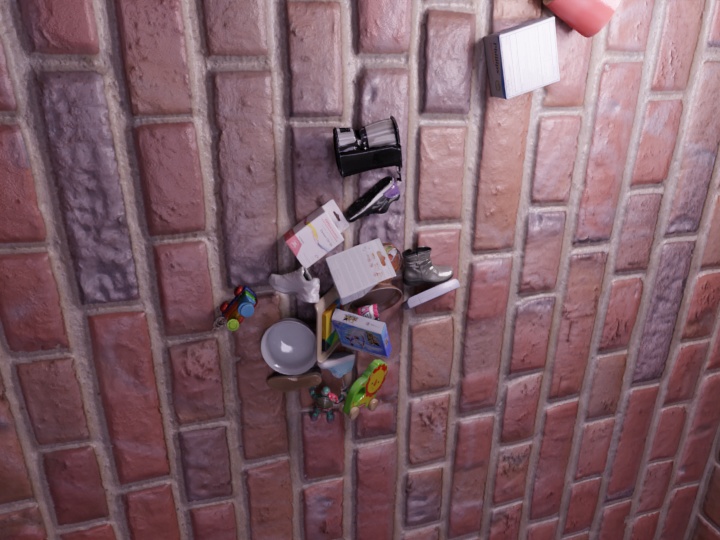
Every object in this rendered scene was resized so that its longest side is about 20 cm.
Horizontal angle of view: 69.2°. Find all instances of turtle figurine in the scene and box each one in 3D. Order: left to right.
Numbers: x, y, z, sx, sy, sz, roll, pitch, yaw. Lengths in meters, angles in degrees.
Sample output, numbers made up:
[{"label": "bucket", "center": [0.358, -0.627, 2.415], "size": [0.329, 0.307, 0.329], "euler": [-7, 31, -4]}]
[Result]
[{"label": "turtle figurine", "center": [-0.126, 0.457, 1.853], "size": [0.145, 0.101, 0.205], "euler": [19, 125, 10]}]

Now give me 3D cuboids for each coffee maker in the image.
[{"label": "coffee maker", "center": [0.023, -0.346, 1.566], "size": [0.193, 0.135, 0.199], "euler": [-12, 100, -3]}]

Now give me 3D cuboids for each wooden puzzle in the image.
[{"label": "wooden puzzle", "center": [-0.099, 0.177, 1.726], "size": [0.036, 0.185, 0.207], "euler": [6, 112, 20]}]

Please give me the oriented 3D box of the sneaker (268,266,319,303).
[{"label": "sneaker", "center": [-0.204, 0.032, 1.654], "size": [0.194, 0.077, 0.103], "euler": [17, 95, 24]}]

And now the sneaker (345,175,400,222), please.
[{"label": "sneaker", "center": [0.046, -0.204, 1.674], "size": [0.198, 0.076, 0.088], "euler": [-38, 122, 1]}]

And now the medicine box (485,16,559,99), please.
[{"label": "medicine box", "center": [0.500, -0.656, 1.613], "size": [0.194, 0.103, 0.188], "euler": [-20, 115, -7]}]

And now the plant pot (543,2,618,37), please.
[{"label": "plant pot", "center": [0.657, -0.833, 1.554], "size": [0.172, 0.201, 0.206], "euler": [17, 106, -11]}]

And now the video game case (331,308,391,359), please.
[{"label": "video game case", "center": [0.007, 0.214, 1.733], "size": [0.175, 0.047, 0.202], "euler": [13, 151, 19]}]

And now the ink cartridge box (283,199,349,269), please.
[{"label": "ink cartridge box", "center": [-0.133, -0.117, 1.656], "size": [0.198, 0.068, 0.118], "euler": [-37, 116, 0]}]

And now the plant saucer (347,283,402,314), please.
[{"label": "plant saucer", "center": [0.045, 0.096, 1.759], "size": [0.193, 0.033, 0.202], "euler": [-15, 154, -8]}]

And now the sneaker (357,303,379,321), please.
[{"label": "sneaker", "center": [0.022, 0.175, 1.781], "size": [0.072, 0.083, 0.203], "euler": [-3, 145, -4]}]

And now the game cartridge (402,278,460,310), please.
[{"label": "game cartridge", "center": [0.245, 0.083, 1.811], "size": [0.194, 0.133, 0.043], "euler": [-23, 79, -7]}]

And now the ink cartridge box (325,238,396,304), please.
[{"label": "ink cartridge box", "center": [0.000, 0.000, 1.692], "size": [0.194, 0.163, 0.048], "euler": [-20, 149, -8]}]

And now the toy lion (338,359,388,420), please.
[{"label": "toy lion", "center": [0.024, 0.416, 1.868], "size": [0.197, 0.067, 0.198], "euler": [-5, 116, -55]}]

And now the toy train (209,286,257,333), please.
[{"label": "toy train", "center": [-0.409, 0.156, 1.654], "size": [0.084, 0.116, 0.200], "euler": [41, 96, -25]}]

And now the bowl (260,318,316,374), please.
[{"label": "bowl", "center": [-0.231, 0.236, 1.740], "size": [0.193, 0.091, 0.208], "euler": [0, 115, -1]}]

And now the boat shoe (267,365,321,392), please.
[{"label": "boat shoe", "center": [-0.228, 0.372, 1.820], "size": [0.193, 0.066, 0.074], "euler": [-11, 124, 9]}]

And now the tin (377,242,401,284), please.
[{"label": "tin", "center": [0.057, -0.002, 1.774], "size": [0.111, 0.042, 0.202], "euler": [34, 99, -29]}]

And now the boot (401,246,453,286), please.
[{"label": "boot", "center": [0.235, -0.022, 1.785], "size": [0.192, 0.069, 0.134], "euler": [-8, 127, -11]}]

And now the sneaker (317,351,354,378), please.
[{"label": "sneaker", "center": [-0.079, 0.331, 1.788], "size": [0.197, 0.072, 0.085], "euler": [3, 90, -56]}]
